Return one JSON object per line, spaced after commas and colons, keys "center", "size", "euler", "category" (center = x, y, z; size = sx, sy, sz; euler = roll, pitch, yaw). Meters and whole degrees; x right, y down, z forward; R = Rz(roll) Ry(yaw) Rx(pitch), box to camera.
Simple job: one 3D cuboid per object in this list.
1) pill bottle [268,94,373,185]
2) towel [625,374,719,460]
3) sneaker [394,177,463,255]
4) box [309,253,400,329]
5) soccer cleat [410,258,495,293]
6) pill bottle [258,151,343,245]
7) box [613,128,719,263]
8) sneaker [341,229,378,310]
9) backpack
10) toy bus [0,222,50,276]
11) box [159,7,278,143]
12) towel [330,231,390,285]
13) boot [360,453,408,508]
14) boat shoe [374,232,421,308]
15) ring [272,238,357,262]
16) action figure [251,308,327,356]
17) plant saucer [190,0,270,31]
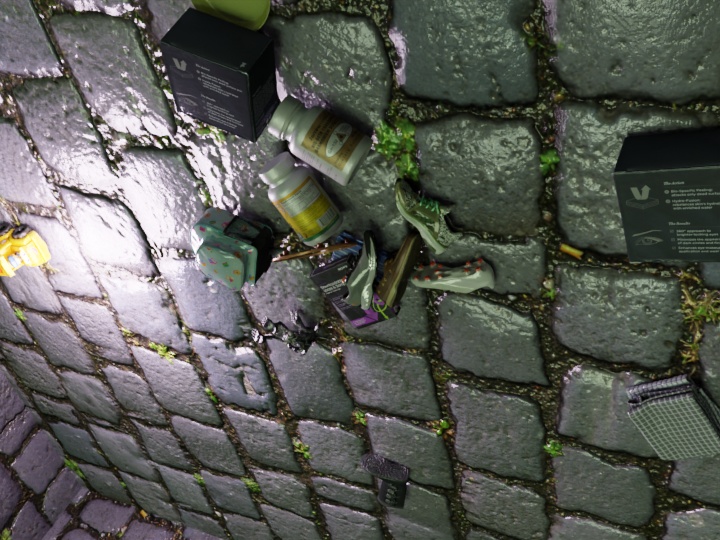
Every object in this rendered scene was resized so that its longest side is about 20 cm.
{"center": [-0.084, -0.274, 1.549], "size": [0.199, 0.115, 0.115], "euler": [32, 139, 1], "category": "pill bottle"}
{"center": [0.707, 0.335, 1.667], "size": [0.165, 0.086, 0.200], "euler": [-24, 114, 43], "category": "towel"}
{"center": [0.149, -0.128, 1.590], "size": [0.088, 0.077, 0.200], "euler": [-27, 118, 31], "category": "sneaker"}
{"center": [-0.015, 0.055, 1.858], "size": [0.143, 0.036, 0.200], "euler": [-22, 118, 42], "category": "box"}
{"center": [0.207, 0.022, 1.692], "size": [0.199, 0.069, 0.078], "euler": [-6, 131, 33], "category": "soccer cleat"}
{"center": [-0.137, -0.164, 1.689], "size": [0.112, 0.113, 0.200], "euler": [-17, 120, 41], "category": "pill bottle"}
{"center": [0.556, -0.124, 1.281], "size": [0.196, 0.118, 0.201], "euler": [0, 131, 32], "category": "box"}
{"center": [0.000, 0.000, 1.738], "size": [0.079, 0.074, 0.201], "euler": [9, 117, -1], "category": "sneaker"}
{"center": [-0.337, -0.058, 1.892], "size": [0.199, 0.153, 0.176], "euler": [30, 145, 13], "category": "backpack"}
{"center": [-1.115, -0.042, 2.357], "size": [0.199, 0.192, 0.136], "euler": [6, 131, 25], "category": "toy bus"}
{"center": [-0.280, -0.395, 1.527], "size": [0.196, 0.118, 0.200], "euler": [23, 151, 10], "category": "box"}
{"center": [-0.007, -0.001, 1.839], "size": [0.144, 0.024, 0.200], "euler": [25, 140, 5], "category": "towel"}
{"center": [0.074, 0.685, 2.422], "size": [0.164, 0.066, 0.201], "euler": [21, 142, 16], "category": "boot"}
{"center": [0.082, -0.006, 1.725], "size": [0.067, 0.072, 0.201], "euler": [33, 127, 18], "category": "boat shoe"}
{"center": [-0.105, -0.047, 1.708], "size": [0.200, 0.200, 0.019], "euler": [-11, 90, 38], "category": "ring"}
{"center": [-0.191, 0.167, 2.052], "size": [0.199, 0.102, 0.119], "euler": [14, 120, -39], "category": "action figure"}
{"center": [-0.254, -0.555, 1.447], "size": [0.199, 0.031, 0.201], "euler": [18, 138, 17], "category": "plant saucer"}
